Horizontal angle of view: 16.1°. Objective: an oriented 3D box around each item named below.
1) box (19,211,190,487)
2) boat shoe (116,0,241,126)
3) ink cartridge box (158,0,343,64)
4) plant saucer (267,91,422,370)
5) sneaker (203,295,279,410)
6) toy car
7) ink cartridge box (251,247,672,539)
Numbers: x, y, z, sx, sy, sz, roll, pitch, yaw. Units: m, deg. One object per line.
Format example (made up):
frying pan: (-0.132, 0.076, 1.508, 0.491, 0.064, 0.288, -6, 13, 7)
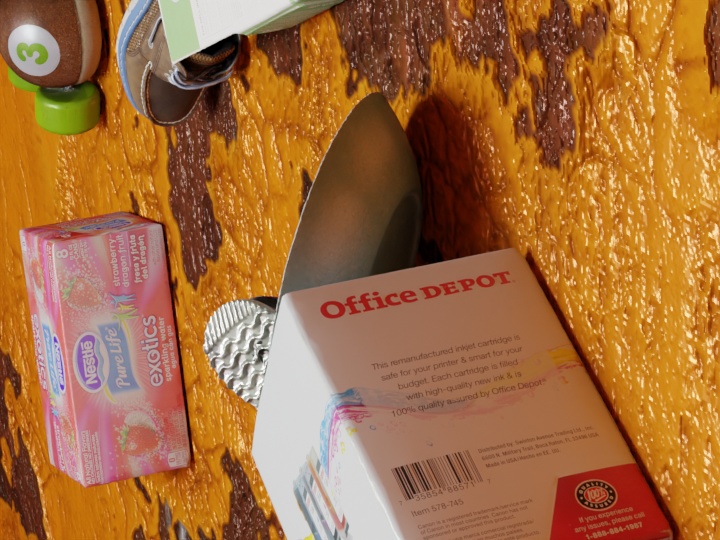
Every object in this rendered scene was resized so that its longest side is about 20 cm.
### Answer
box: (-0.205, 0.062, 2.038, 0.103, 0.094, 0.202, -161, 63, -65)
boat shoe: (-0.121, -0.164, 1.750, 0.201, 0.072, 0.073, 104, 147, -47)
ink cartridge box: (-0.078, -0.222, 1.623, 0.200, 0.048, 0.147, -16, 85, 64)
plant saucer: (0.000, 0.000, 1.452, 0.201, 0.038, 0.202, 16, -90, -77)
sneaker: (-0.006, 0.092, 1.585, 0.069, 0.099, 0.201, -41, 82, 20)
toy car: (-0.322, -0.201, 2.071, 0.158, 0.199, 0.165, -129, 35, -51)
ink cartridge box: (0.046, 0.115, 1.347, 0.145, 0.144, 0.201, 104, 148, -48)
